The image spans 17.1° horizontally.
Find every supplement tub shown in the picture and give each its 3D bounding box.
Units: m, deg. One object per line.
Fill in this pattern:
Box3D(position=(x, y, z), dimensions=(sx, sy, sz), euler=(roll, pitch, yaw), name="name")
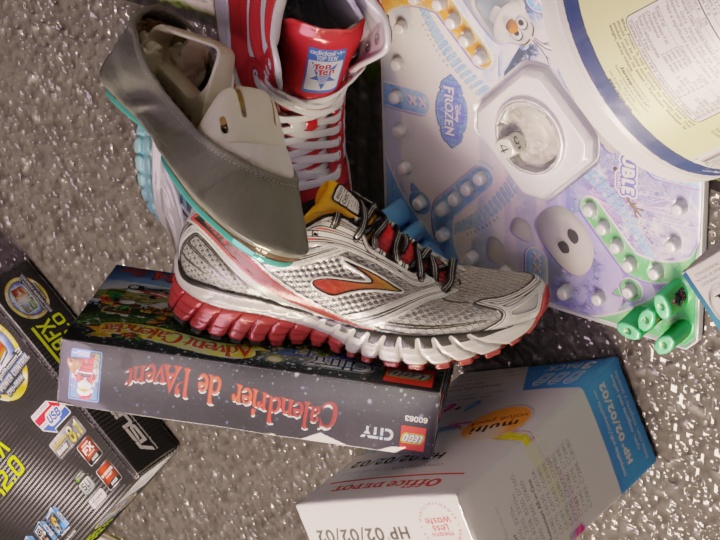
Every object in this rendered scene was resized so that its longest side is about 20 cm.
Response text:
Box3D(position=(0.191, -0.136, 1.030), dimensions=(0.199, 0.145, 0.146), euler=(-27, 95, 45), name="supplement tub")

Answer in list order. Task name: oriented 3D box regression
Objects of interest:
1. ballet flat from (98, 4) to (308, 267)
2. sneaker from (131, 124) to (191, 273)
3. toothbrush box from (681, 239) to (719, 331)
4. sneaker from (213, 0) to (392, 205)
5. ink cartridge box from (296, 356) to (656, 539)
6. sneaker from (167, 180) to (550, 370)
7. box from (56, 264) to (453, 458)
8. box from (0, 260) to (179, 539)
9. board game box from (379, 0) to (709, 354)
Box3D(position=(-0.076, -0.077, 1.217), dimensions=(0.200, 0.067, 0.064), euler=(48, 116, 46), name="ballet flat")
Box3D(position=(-0.066, -0.005, 1.367), dimensions=(0.086, 0.078, 0.201), euler=(-5, 110, 38), name="sneaker")
Box3D(position=(0.269, 0.040, 1.105), dimensions=(0.146, 0.085, 0.201), euler=(-32, 92, 45), name="toothbrush box")
Box3D(position=(-0.027, -0.083, 1.266), dimensions=(0.112, 0.071, 0.202), euler=(-152, 49, -63), name="sneaker")
Box3D(position=(0.051, 0.121, 1.249), dimensions=(0.115, 0.200, 0.068), euler=(-10, 108, 42), name="ink cartridge box")
Box3D(position=(0.000, 0.000, 1.242), dimensions=(0.198, 0.078, 0.083), euler=(8, 108, 2), name="sneaker")
Box3D(position=(-0.050, 0.046, 1.283), dimensions=(0.198, 0.137, 0.038), euler=(8, 107, 4), name="box")
Box3D(position=(-0.224, 0.112, 1.586), dimensions=(0.160, 0.044, 0.200), euler=(50, 135, 6), name="box")
Box3D(position=(0.087, -0.069, 1.238), dimensions=(0.199, 0.026, 0.201), euler=(18, 123, 32), name="board game box")
